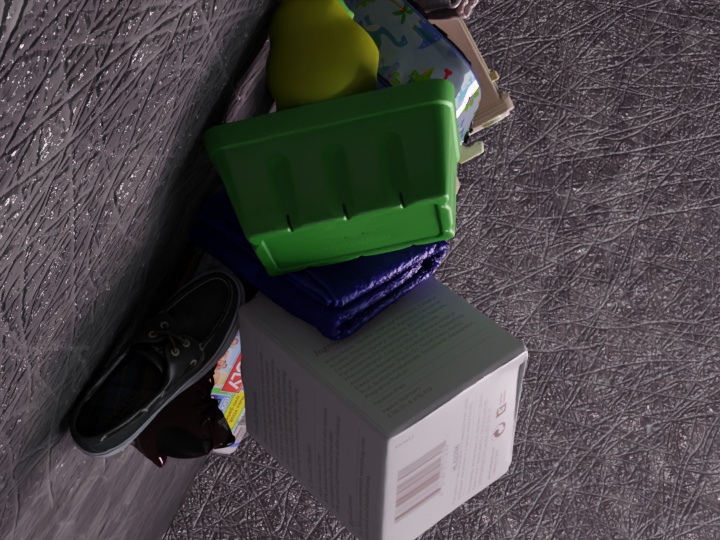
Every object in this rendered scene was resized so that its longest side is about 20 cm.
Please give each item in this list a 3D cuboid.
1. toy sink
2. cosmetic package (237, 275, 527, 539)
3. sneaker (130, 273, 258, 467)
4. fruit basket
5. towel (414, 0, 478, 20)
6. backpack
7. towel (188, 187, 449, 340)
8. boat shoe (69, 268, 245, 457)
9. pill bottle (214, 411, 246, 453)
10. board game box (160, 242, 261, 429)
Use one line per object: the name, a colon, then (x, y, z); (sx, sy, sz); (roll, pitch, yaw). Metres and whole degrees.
toy sink: (0.100, -0.196, 1.300); (0.112, 0.200, 0.130); (-27, -175, 11)
cosmetic package: (0.015, 0.108, 1.050); (0.166, 0.200, 0.167); (-29, 140, -30)
sneaker: (-0.140, 0.101, 1.094); (0.200, 0.116, 0.076); (-46, 176, 5)
fruit basket: (-0.023, -0.119, 0.950); (0.216, 0.216, 0.156); (-61, 164, -14)
towel: (0.096, -0.337, 1.144); (0.200, 0.032, 0.191); (-63, -156, 1)
backpack: (0.017, -0.166, 1.098); (0.147, 0.183, 0.200); (-48, 179, -8)
towel: (-0.040, -0.032, 1.036); (0.148, 0.200, 0.050); (-36, 141, -26)
boat shoe: (-0.171, 0.077, 1.005); (0.200, 0.069, 0.057); (-51, 170, -13)
pill bottle: (-0.172, 0.131, 1.562); (0.200, 0.114, 0.114); (-62, 179, 6)
board game box: (-0.145, 0.068, 1.177); (0.029, 0.135, 0.200); (45, -67, 46)
